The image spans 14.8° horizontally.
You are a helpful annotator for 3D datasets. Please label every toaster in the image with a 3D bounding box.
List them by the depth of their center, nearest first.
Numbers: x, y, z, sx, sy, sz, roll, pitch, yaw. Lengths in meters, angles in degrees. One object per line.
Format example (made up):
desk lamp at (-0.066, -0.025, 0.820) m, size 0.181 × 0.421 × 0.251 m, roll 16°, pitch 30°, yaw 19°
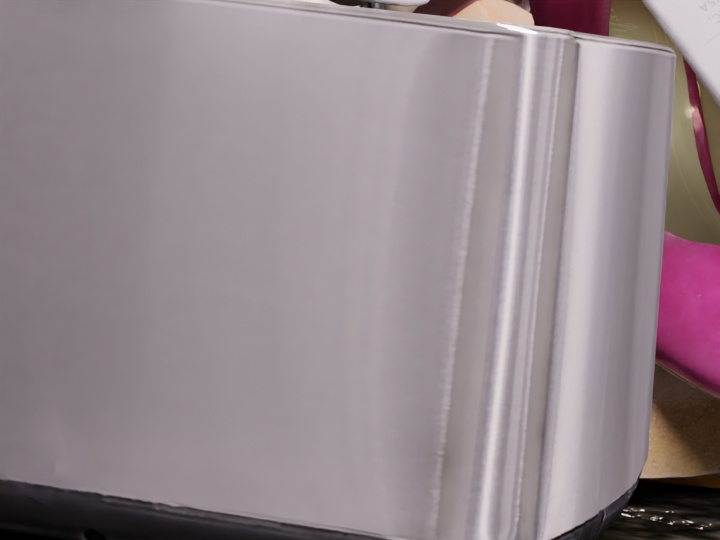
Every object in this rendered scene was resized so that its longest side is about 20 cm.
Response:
toaster at (-0.020, 0.000, 0.605) m, size 0.199 × 0.119 × 0.181 m, roll 7°, pitch 6°, yaw 14°

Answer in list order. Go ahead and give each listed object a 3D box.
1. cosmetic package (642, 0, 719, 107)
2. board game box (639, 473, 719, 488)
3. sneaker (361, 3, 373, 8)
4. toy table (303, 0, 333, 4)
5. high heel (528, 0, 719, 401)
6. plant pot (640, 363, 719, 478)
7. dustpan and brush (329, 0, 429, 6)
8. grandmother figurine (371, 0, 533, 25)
cosmetic package at (0.148, -0.036, 0.695) m, size 0.074 × 0.200 × 0.102 m, roll -35°, pitch 11°, yaw 22°
board game box at (0.135, 0.036, 0.801) m, size 0.199 × 0.030 × 0.096 m, roll 8°, pitch 21°, yaw -6°
sneaker at (-0.025, -0.052, 1.151) m, size 0.086 × 0.201 × 0.075 m, roll -4°, pitch 45°, yaw 17°
toy table at (-0.096, -0.064, 1.057) m, size 0.199 × 0.185 × 0.117 m, roll -6°, pitch 6°, yaw 43°
high heel at (0.094, -0.040, 0.728) m, size 0.067 × 0.096 × 0.200 m, roll 6°, pitch 27°, yaw -17°
plant pot at (0.043, -0.007, 0.777) m, size 0.199 × 0.028 × 0.200 m, roll 12°, pitch 26°, yaw -6°
dustpan and brush at (0.003, -0.081, 0.644) m, size 0.139 × 0.058 × 0.200 m, roll 7°, pitch 11°, yaw -4°
grandmother figurine at (0.042, -0.085, 1.050) m, size 0.121 × 0.061 × 0.200 m, roll -30°, pitch 23°, yaw 2°
